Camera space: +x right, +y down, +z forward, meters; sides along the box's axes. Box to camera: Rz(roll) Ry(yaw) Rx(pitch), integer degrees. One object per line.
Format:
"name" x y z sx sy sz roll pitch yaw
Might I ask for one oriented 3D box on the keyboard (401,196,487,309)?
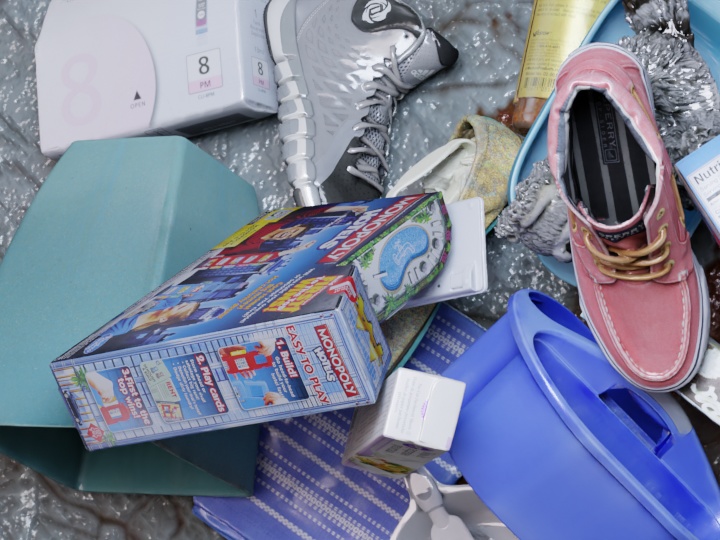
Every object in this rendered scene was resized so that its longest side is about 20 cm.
"keyboard" 0.000 0.000 1.719 0.200 0.011 0.056 -12 69 43

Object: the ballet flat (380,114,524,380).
"ballet flat" 0.031 -0.012 1.752 0.071 0.071 0.200 30 75 25

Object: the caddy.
"caddy" 0.136 0.100 1.646 0.105 0.141 0.200 -39 111 17

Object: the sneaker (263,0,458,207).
"sneaker" 0.010 -0.101 1.795 0.115 0.075 0.200 -18 67 14

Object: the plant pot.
"plant pot" -0.141 0.024 1.792 0.141 0.141 0.200 0 69 32

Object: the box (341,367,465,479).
"box" 0.022 0.088 1.627 0.039 0.200 0.042 14 79 -5

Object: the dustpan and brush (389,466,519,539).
"dustpan and brush" 0.055 0.161 1.728 0.139 0.057 0.200 -31 67 8

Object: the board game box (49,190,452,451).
"board game box" -0.038 0.028 1.631 0.200 0.200 0.062 -3 115 46

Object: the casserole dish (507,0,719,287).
"casserole dish" 0.161 -0.081 1.717 0.121 0.039 0.200 34 80 -17

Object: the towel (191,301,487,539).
"towel" -0.003 0.102 1.789 0.145 0.024 0.200 33 92 24

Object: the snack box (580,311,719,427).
"snack box" 0.226 0.081 1.649 0.200 0.116 0.037 39 95 25

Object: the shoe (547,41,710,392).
"shoe" 0.141 -0.019 1.550 0.071 0.091 0.200 -10 104 12

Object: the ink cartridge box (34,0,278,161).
"ink cartridge box" -0.139 -0.182 1.879 0.162 0.057 0.200 -13 79 29

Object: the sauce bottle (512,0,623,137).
"sauce bottle" 0.141 -0.176 1.767 0.066 0.066 0.200 10 84 24

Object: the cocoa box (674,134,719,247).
"cocoa box" 0.277 -0.016 1.598 0.133 0.200 0.131 -34 67 6

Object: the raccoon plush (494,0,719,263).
"raccoon plush" 0.131 -0.094 1.664 0.134 0.097 0.200 -11 62 -4
